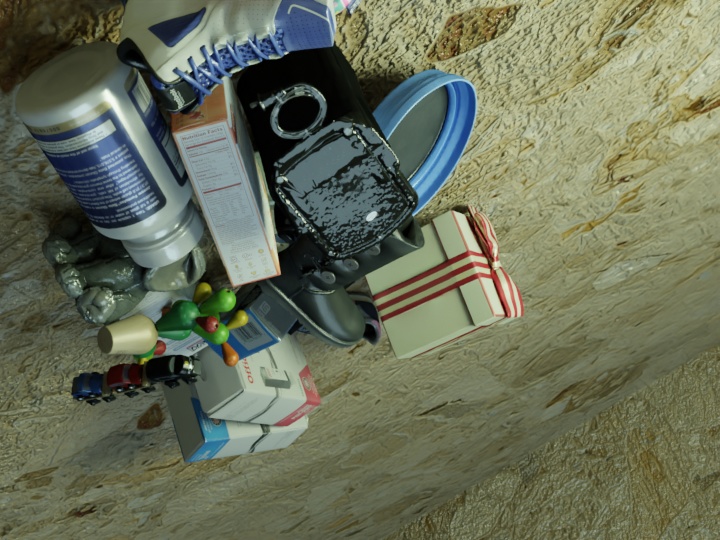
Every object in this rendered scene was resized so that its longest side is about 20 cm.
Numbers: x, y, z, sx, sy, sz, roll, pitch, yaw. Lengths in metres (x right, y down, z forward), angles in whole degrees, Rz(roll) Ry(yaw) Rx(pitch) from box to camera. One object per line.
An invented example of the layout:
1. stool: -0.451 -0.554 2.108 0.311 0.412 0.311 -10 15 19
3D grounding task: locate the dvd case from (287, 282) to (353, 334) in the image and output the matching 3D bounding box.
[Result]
1. dvd case: -0.028 0.004 1.225 0.142 0.018 0.200 -40 -172 22

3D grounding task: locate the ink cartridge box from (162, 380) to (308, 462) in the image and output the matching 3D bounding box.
1. ink cartridge box: -0.203 0.219 1.444 0.198 0.146 0.084 1 145 -40

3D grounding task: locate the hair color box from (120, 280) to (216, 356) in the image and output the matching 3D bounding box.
1. hair color box: -0.261 0.051 1.195 0.098 0.061 0.200 -29 152 7

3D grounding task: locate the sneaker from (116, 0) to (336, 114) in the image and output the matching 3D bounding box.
1. sneaker: -0.120 -0.186 0.748 0.197 0.117 0.081 7 164 10

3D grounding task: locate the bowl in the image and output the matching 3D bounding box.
1. bowl: 0.057 -0.141 1.029 0.200 0.039 0.202 -41 154 -24

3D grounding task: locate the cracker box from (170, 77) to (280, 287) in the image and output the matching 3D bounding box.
1. cracker box: -0.135 -0.103 0.889 0.057 0.135 0.201 -13 134 -1

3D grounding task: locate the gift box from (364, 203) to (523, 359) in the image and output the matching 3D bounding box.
1. gift box: 0.132 0.013 1.319 0.185 0.186 0.200 -26 173 21

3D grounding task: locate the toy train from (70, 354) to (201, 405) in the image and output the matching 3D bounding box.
1. toy train: -0.268 0.126 1.025 0.198 0.035 0.046 -15 153 31

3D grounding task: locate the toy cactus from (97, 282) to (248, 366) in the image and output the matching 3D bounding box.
1. toy cactus: -0.233 0.079 1.049 0.199 0.104 0.164 -16 175 40

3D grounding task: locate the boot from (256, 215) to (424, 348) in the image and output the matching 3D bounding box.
1. boot: -0.001 0.000 1.019 0.164 0.066 0.199 34 130 -27

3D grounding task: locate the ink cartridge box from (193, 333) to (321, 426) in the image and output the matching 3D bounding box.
1. ink cartridge box: -0.165 0.150 1.353 0.084 0.147 0.199 -35 152 22

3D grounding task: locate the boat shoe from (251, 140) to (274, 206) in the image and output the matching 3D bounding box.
1. boat shoe: -0.079 -0.139 1.010 0.200 0.061 0.072 -32 128 11

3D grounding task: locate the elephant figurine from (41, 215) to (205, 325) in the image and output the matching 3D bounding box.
1. elephant figurine: -0.239 -0.031 1.000 0.199 0.143 0.155 -32 -166 -7

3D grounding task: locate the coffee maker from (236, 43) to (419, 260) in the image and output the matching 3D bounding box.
1. coffee maker: -0.041 -0.144 0.847 0.133 0.201 0.194 -16 132 -7

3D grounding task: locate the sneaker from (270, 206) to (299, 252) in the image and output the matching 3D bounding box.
1. sneaker: -0.081 -0.068 1.106 0.197 0.116 0.081 4 147 8

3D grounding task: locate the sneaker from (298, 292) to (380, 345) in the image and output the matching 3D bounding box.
1. sneaker: -0.046 0.083 1.408 0.198 0.083 0.070 -2 145 -38

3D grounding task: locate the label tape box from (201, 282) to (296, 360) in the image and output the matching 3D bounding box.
1. label tape box: -0.111 0.024 1.197 0.143 0.066 0.201 -27 -157 50

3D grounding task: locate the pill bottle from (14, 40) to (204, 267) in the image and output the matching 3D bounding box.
1. pill bottle: -0.225 -0.101 0.836 0.110 0.112 0.201 -24 130 -1

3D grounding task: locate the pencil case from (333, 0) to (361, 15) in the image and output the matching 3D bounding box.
1. pencil case: -0.069 -0.286 0.740 0.087 0.088 0.200 -29 152 8
